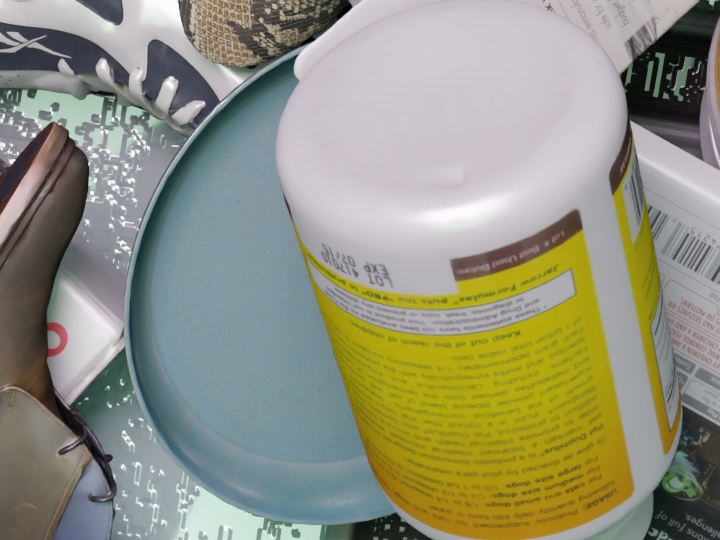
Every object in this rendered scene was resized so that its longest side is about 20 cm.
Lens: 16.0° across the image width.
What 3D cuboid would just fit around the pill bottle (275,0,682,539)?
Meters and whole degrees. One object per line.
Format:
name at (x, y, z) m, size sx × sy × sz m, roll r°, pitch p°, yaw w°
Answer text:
pill bottle at (0.045, 0.017, 0.835) m, size 0.109 × 0.109 × 0.200 m, roll -11°, pitch 134°, yaw 6°

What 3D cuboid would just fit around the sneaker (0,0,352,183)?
sneaker at (-0.071, -0.066, 0.984) m, size 0.199 × 0.079 × 0.130 m, roll -15°, pitch 84°, yaw -4°

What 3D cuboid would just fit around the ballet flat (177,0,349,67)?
ballet flat at (0.007, -0.154, 0.907) m, size 0.200 × 0.075 × 0.068 m, roll -43°, pitch 87°, yaw 2°

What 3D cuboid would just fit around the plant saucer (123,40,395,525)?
plant saucer at (0.000, 0.000, 0.964) m, size 0.200 × 0.027 × 0.200 m, roll -11°, pitch 116°, yaw -24°

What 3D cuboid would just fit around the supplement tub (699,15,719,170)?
supplement tub at (0.204, -0.076, 0.883) m, size 0.145 × 0.200 × 0.145 m, roll 2°, pitch 75°, yaw -9°

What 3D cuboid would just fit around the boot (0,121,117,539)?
boot at (-0.117, 0.050, 0.927) m, size 0.097 × 0.075 × 0.200 m, roll 24°, pitch 103°, yaw -10°

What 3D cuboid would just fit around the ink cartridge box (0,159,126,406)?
ink cartridge box at (-0.201, 0.004, 1.000) m, size 0.200 × 0.083 × 0.145 m, roll 44°, pitch 96°, yaw 0°

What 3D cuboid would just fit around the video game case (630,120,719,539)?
video game case at (0.139, 0.065, 0.921) m, size 0.200 × 0.023 × 0.182 m, roll 29°, pitch 123°, yaw 4°

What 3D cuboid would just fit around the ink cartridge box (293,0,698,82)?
ink cartridge box at (0.055, -0.117, 0.874) m, size 0.200 × 0.116 × 0.068 m, roll -43°, pitch 47°, yaw -6°
